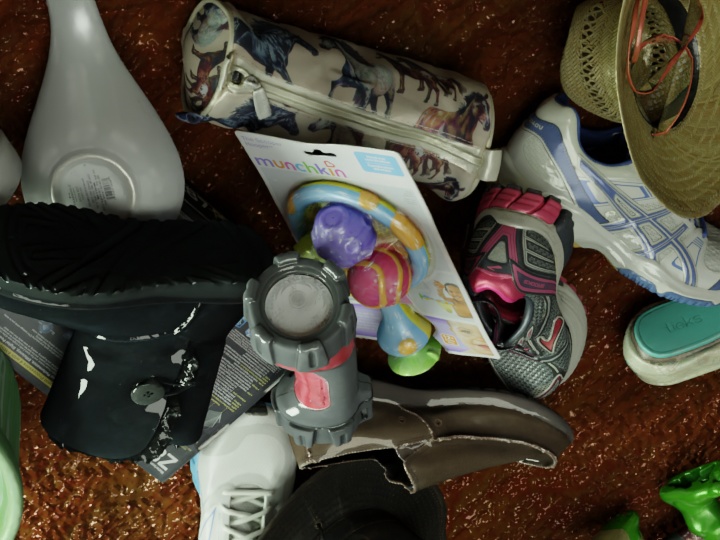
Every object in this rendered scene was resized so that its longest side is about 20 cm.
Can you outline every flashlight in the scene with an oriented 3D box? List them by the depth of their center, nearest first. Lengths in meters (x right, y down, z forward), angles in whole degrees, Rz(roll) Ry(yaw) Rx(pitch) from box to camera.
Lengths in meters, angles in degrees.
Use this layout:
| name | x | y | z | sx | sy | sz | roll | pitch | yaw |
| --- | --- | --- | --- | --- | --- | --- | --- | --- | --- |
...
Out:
| name | x | y | z | sx | sy | sz | roll | pitch | yaw |
| --- | --- | --- | --- | --- | --- | --- | --- | --- | --- |
| flashlight | -0.034 | 0.055 | 1.592 | 0.068 | 0.068 | 0.200 | -46 | 165 | -17 |

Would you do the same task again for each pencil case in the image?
| name | x | y | z | sx | sy | sz | roll | pitch | yaw |
| --- | --- | --- | --- | --- | --- | --- | --- | --- | --- |
| pencil case | -0.012 | -0.101 | 1.588 | 0.200 | 0.089 | 0.078 | 16 | 116 | -23 |

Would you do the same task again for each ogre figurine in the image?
| name | x | y | z | sx | sy | sz | roll | pitch | yaw |
| --- | --- | --- | --- | --- | --- | --- | --- | --- | --- |
| ogre figurine | 0.234 | 0.211 | 1.838 | 0.200 | 0.098 | 0.120 | -37 | 105 | -8 |

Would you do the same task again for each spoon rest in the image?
| name | x | y | z | sx | sy | sz | roll | pitch | yaw |
| --- | --- | --- | --- | --- | --- | --- | --- | --- | --- |
| spoon rest | -0.163 | -0.099 | 1.549 | 0.099 | 0.061 | 0.200 | -6 | 115 | 7 |

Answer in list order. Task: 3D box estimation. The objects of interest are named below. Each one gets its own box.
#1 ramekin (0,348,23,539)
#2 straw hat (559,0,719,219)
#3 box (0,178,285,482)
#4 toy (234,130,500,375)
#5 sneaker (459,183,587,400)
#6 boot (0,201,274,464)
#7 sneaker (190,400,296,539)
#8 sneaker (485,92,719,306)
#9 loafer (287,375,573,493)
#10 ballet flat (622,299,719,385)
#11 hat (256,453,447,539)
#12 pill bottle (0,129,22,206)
| name | x | y | z | sx | sy | sz | roll | pitch | yaw |
| --- | --- | --- | --- | --- | --- | --- | --- | --- | --- |
| ramekin | -0.303 | 0.103 | 1.610 | 0.200 | 0.098 | 0.200 | 1 | 132 | 1 |
| straw hat | 0.170 | -0.131 | 1.612 | 0.085 | 0.201 | 0.201 | 5 | 131 | 33 |
| box | -0.140 | 0.023 | 1.656 | 0.161 | 0.049 | 0.200 | -43 | 120 | 12 |
| toy | 0.000 | 0.000 | 1.578 | 0.115 | 0.047 | 0.200 | 8 | 149 | 30 |
| sneaker | 0.094 | 0.027 | 1.666 | 0.081 | 0.075 | 0.200 | 13 | 150 | 18 |
| boot | -0.163 | 0.045 | 1.562 | 0.200 | 0.076 | 0.168 | 2 | 133 | -30 |
| sneaker | -0.078 | 0.182 | 1.746 | 0.075 | 0.087 | 0.200 | 1 | 119 | -12 |
| sneaker | 0.182 | -0.045 | 1.677 | 0.200 | 0.075 | 0.088 | 22 | 113 | -25 |
| loafer | 0.042 | 0.115 | 1.731 | 0.200 | 0.071 | 0.073 | 7 | 163 | -8 |
| ballet flat | 0.272 | 0.027 | 1.762 | 0.200 | 0.067 | 0.062 | -16 | 151 | 0 |
| hat | 0.010 | 0.218 | 1.741 | 0.200 | 0.081 | 0.201 | -12 | 108 | -42 |
| pill bottle | -0.286 | -0.110 | 1.500 | 0.116 | 0.116 | 0.200 | -29 | 122 | 5 |
